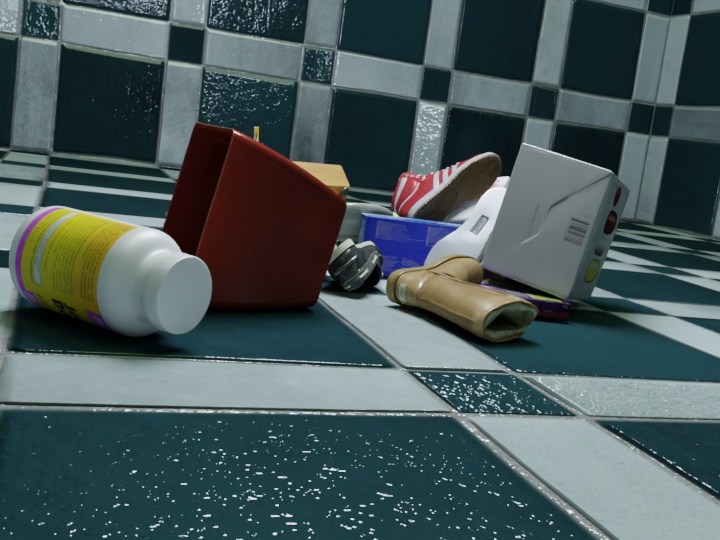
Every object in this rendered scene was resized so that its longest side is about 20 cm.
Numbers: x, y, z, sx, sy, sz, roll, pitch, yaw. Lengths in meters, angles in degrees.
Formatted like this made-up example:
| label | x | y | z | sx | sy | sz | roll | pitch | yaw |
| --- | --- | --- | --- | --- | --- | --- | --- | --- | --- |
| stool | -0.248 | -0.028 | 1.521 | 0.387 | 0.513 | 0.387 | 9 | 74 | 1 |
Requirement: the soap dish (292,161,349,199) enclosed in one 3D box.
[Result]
| label | x | y | z | sx | sy | sz | roll | pitch | yaw |
| --- | --- | --- | --- | --- | --- | --- | --- | --- | --- |
| soap dish | -0.116 | -0.114 | 1.581 | 0.081 | 0.159 | 0.198 | 37 | 25 | 33 |

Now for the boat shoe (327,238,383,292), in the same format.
| label | x | y | z | sx | sy | sz | roll | pitch | yaw |
| --- | --- | --- | --- | --- | --- | --- | --- | --- | --- |
| boat shoe | 0.000 | 0.000 | 1.285 | 0.068 | 0.072 | 0.200 | 46 | 9 | 9 |

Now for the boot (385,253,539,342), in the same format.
| label | x | y | z | sx | sy | sz | roll | pitch | yaw |
| --- | --- | --- | --- | --- | --- | --- | --- | --- | --- |
| boot | 0.152 | 0.037 | 1.141 | 0.173 | 0.067 | 0.199 | -15 | 20 | -34 |

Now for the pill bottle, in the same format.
| label | x | y | z | sx | sy | sz | roll | pitch | yaw |
| --- | --- | --- | --- | --- | --- | --- | --- | --- | --- |
| pill bottle | -0.242 | 0.003 | 0.856 | 0.197 | 0.106 | 0.104 | 13 | 10 | 31 |

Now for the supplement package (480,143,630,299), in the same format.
| label | x | y | z | sx | sy | sz | roll | pitch | yaw |
| --- | --- | --- | --- | --- | --- | --- | --- | --- | --- |
| supplement package | 0.303 | -0.069 | 1.346 | 0.145 | 0.194 | 0.199 | 22 | 8 | 23 |

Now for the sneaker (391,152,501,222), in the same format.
| label | x | y | z | sx | sy | sz | roll | pitch | yaw |
| --- | --- | --- | --- | --- | --- | --- | --- | --- | --- |
| sneaker | 0.141 | -0.149 | 1.510 | 0.199 | 0.072 | 0.112 | -35 | 35 | -12 |

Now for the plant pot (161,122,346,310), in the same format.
| label | x | y | z | sx | sy | sz | roll | pitch | yaw |
| --- | --- | --- | --- | --- | --- | --- | --- | --- | --- |
| plant pot | -0.132 | -0.054 | 1.086 | 0.174 | 0.203 | 0.200 | 16 | 4 | -25 |

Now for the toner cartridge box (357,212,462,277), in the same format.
| label | x | y | z | sx | sy | sz | roll | pitch | yaw |
| --- | --- | --- | --- | --- | --- | --- | --- | --- | --- |
| toner cartridge box | 0.094 | -0.034 | 1.424 | 0.196 | 0.097 | 0.043 | 6 | 8 | -13 |

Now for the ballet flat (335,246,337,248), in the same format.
| label | x | y | z | sx | sy | sz | roll | pitch | yaw |
| --- | --- | --- | --- | --- | --- | --- | --- | --- | --- |
| ballet flat | -0.086 | -0.027 | 1.368 | 0.063 | 0.068 | 0.200 | 35 | -7 | -20 |

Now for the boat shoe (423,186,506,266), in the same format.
| label | x | y | z | sx | sy | sz | roll | pitch | yaw |
| --- | --- | --- | --- | --- | --- | --- | --- | --- | --- |
| boat shoe | 0.172 | -0.039 | 1.377 | 0.070 | 0.201 | 0.070 | 31 | -17 | 25 |

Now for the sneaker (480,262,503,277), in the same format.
| label | x | y | z | sx | sy | sz | roll | pitch | yaw |
| --- | --- | --- | --- | --- | --- | --- | --- | --- | --- |
| sneaker | 0.269 | -0.020 | 1.599 | 0.084 | 0.074 | 0.199 | 16 | 23 | 32 |

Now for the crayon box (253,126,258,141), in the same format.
| label | x | y | z | sx | sy | sz | roll | pitch | yaw |
| --- | --- | --- | --- | --- | --- | --- | --- | --- | --- |
| crayon box | -0.196 | -0.134 | 1.440 | 0.051 | 0.204 | 0.126 | 2 | 9 | -4 |

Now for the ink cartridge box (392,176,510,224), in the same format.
| label | x | y | z | sx | sy | sz | roll | pitch | yaw |
| --- | --- | --- | --- | --- | --- | --- | --- | --- | --- |
| ink cartridge box | 0.164 | -0.091 | 1.564 | 0.197 | 0.085 | 0.146 | -2 | 33 | 34 |

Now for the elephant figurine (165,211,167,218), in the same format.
| label | x | y | z | sx | sy | sz | roll | pitch | yaw |
| --- | --- | --- | --- | --- | --- | --- | --- | --- | --- |
| elephant figurine | -0.245 | -0.138 | 1.676 | 0.155 | 0.143 | 0.199 | 39 | -44 | -27 |

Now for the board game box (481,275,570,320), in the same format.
| label | x | y | z | sx | sy | sz | roll | pitch | yaw |
| --- | --- | --- | --- | --- | --- | --- | --- | --- | --- |
| board game box | 0.223 | 0.036 | 1.311 | 0.118 | 0.033 | 0.200 | 11 | 8 | -8 |

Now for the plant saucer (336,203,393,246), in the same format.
| label | x | y | z | sx | sy | sz | roll | pitch | yaw |
| --- | --- | --- | --- | --- | --- | --- | --- | --- | --- |
| plant saucer | -0.039 | -0.061 | 1.492 | 0.196 | 0.051 | 0.200 | -5 | -13 | -1 |
